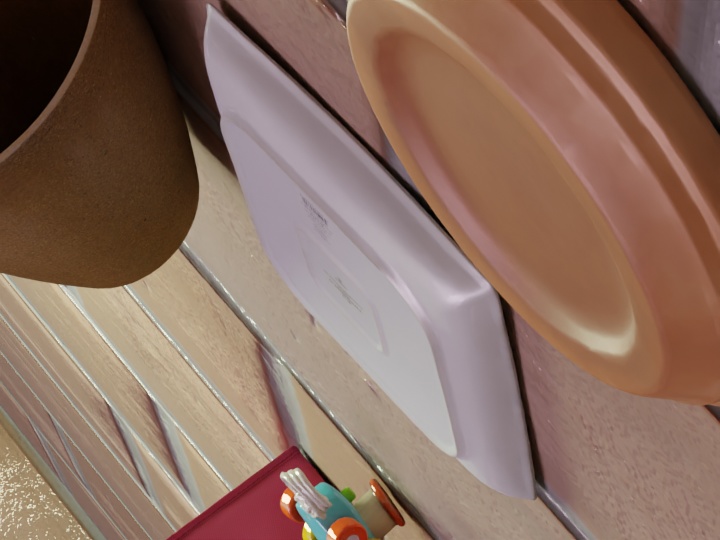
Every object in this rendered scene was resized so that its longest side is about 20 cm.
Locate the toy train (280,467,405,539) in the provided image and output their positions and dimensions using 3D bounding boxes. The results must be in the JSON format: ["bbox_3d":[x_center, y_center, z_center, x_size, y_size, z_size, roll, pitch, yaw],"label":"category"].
[{"bbox_3d":[0.036,0.181,1.397,0.200,0.056,0.150,48,166,7],"label":"toy train"}]

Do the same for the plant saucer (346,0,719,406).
[{"bbox_3d":[0.057,-0.033,0.772,0.200,0.037,0.200,50,167,16],"label":"plant saucer"}]

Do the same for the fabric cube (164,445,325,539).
[{"bbox_3d":[-0.046,0.281,1.627,0.199,0.196,0.200,46,166,29],"label":"fabric cube"}]

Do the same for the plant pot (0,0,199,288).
[{"bbox_3d":[-0.162,-0.073,1.202,0.186,0.186,0.200,44,180,34],"label":"plant pot"}]

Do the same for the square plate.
[{"bbox_3d":[0.000,0.000,1.088,0.200,0.028,0.198,46,166,29],"label":"square plate"}]
